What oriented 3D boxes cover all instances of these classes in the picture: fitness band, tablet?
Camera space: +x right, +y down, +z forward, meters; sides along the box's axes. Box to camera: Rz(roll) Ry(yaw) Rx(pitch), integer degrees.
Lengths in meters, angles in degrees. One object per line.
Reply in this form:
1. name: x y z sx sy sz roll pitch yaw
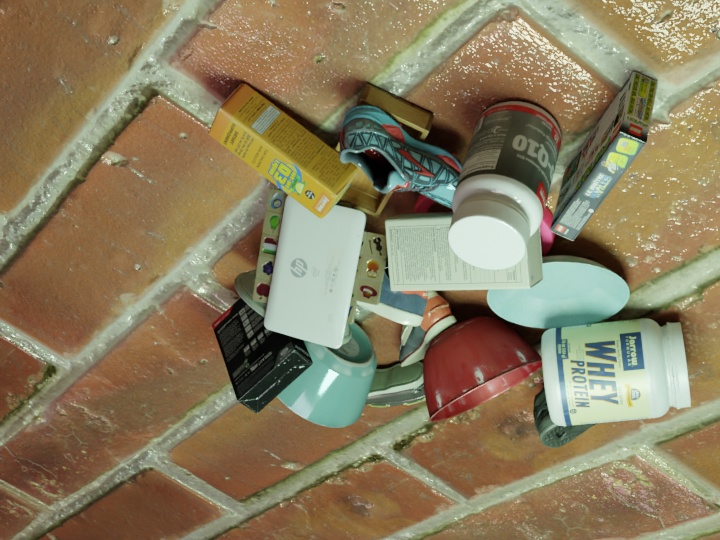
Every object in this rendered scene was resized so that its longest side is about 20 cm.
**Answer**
1. fitness band: 0.173 -0.063 1.701 0.199 0.037 0.144 13 141 8
2. tablet: -0.067 0.001 1.732 0.130 0.014 0.201 14 98 24

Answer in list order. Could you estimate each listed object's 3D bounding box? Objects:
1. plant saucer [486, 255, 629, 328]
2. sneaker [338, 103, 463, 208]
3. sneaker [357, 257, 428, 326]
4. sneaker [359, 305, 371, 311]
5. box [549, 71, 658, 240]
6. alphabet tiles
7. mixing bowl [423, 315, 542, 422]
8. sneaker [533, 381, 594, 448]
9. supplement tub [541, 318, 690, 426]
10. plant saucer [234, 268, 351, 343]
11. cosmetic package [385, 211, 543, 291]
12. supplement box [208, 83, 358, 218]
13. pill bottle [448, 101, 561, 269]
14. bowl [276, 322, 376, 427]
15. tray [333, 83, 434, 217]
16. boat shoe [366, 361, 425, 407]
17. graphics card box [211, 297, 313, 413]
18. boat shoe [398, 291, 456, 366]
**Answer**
1. plant saucer: 0.280 0.023 1.730 0.200 0.039 0.201 2 151 1
2. sneaker: 0.052 -0.125 1.574 0.200 0.096 0.079 30 142 -12
3. sneaker: 0.008 0.012 1.764 0.200 0.085 0.075 19 -179 14
4. sneaker: 0.000 0.000 1.822 0.199 0.080 0.086 13 140 7
5. box: 0.298 -0.138 1.494 0.035 0.110 0.200 23 143 -4
6. alphabet tiles: -0.056 -0.019 1.737 0.199 0.008 0.168 12 98 23
7. mixing bowl: 0.172 0.139 1.852 0.200 0.200 0.109 -43 68 49
8. sneaker: 0.356 0.186 1.897 0.199 0.114 0.076 -32 129 13
9. supplement tub: 0.370 0.146 1.762 0.199 0.145 0.145 -7 136 13
10. plant saucer: -0.095 0.041 1.863 0.200 0.200 0.050 26 104 -7
11. cosmetic package: 0.140 -0.028 1.642 0.199 0.073 0.104 0 99 23
12. supplement box: -0.105 -0.162 1.650 0.200 0.069 0.067 35 143 -1
13. pill bottle: 0.179 -0.106 1.512 0.114 0.200 0.114 12 142 10
14. bowl: -0.053 0.141 1.950 0.200 0.201 0.105 30 121 -12
15. tray: 0.017 -0.160 1.655 0.098 0.037 0.200 24 143 -6
16. boat shoe: 0.031 0.202 2.056 0.201 0.072 0.061 -9 132 31
17. graphics card box: -0.157 0.114 1.905 0.125 0.200 0.051 -42 127 10
18. boat shoe: 0.096 0.094 1.906 0.063 0.071 0.200 57 157 15
